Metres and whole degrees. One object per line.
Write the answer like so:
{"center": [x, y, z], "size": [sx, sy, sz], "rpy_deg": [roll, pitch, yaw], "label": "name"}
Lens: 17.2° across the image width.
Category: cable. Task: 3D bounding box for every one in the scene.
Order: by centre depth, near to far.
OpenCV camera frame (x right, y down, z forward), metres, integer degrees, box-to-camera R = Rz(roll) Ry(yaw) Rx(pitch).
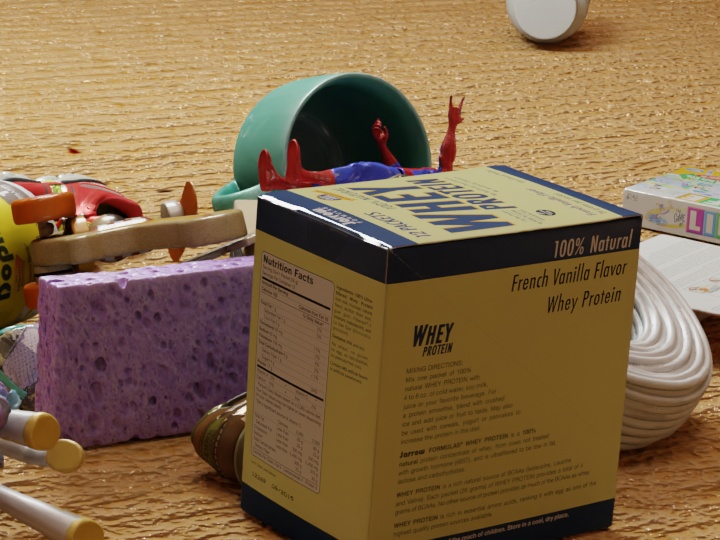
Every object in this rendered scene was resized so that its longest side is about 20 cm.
{"center": [0.149, 0.037, 1.639], "size": [0.199, 0.069, 0.200], "rpy_deg": [-7, 48, -48], "label": "cable"}

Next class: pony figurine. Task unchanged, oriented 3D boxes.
{"center": [-0.263, 0.095, 1.374], "size": [0.199, 0.168, 0.193], "rpy_deg": [12, -15, 38], "label": "pony figurine"}

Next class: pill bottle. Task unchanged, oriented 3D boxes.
{"center": [-0.311, 0.003, 1.710], "size": [0.108, 0.110, 0.200], "rpy_deg": [12, 18, 28], "label": "pill bottle"}
{"center": [0.250, -0.363, 3.160], "size": [0.111, 0.113, 0.200], "rpy_deg": [5, 15, 7], "label": "pill bottle"}

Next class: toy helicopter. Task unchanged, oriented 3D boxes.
{"center": [-0.147, -0.024, 1.688], "size": [0.132, 0.080, 0.199], "rpy_deg": [-12, 6, -44], "label": "toy helicopter"}

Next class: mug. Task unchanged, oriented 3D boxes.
{"center": [-0.045, -0.091, 2.011], "size": [0.184, 0.154, 0.114], "rpy_deg": [15, -9, -34], "label": "mug"}

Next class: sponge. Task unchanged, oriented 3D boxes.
{"center": [-0.120, 0.052, 1.578], "size": [0.199, 0.113, 0.030], "rpy_deg": [-6, 16, -32], "label": "sponge"}

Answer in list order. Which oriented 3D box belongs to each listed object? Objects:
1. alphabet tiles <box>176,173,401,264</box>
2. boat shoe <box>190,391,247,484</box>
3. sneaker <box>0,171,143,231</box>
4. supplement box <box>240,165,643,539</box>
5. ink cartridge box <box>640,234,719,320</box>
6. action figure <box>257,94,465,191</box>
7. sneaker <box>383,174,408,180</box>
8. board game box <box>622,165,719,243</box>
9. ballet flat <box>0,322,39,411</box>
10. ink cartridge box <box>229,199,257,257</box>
{"center": [-0.087, -0.019, 1.697], "size": [0.199, 0.008, 0.167], "rpy_deg": [-24, 3, -28], "label": "alphabet tiles"}
{"center": [-0.023, 0.087, 1.547], "size": [0.068, 0.073, 0.199], "rpy_deg": [19, 21, 41], "label": "boat shoe"}
{"center": [-0.251, -0.040, 1.952], "size": [0.084, 0.078, 0.199], "rpy_deg": [19, 21, 29], "label": "sneaker"}
{"center": [0.047, 0.056, 1.435], "size": [0.199, 0.202, 0.134], "rpy_deg": [-8, 20, -36], "label": "supplement box"}
{"center": [0.270, 0.022, 1.908], "size": [0.172, 0.044, 0.199], "rpy_deg": [14, 18, 31], "label": "ink cartridge box"}
{"center": [0.015, -0.100, 1.942], "size": [0.199, 0.100, 0.065], "rpy_deg": [10, -12, -36], "label": "action figure"}
{"center": [0.032, -0.027, 1.658], "size": [0.074, 0.080, 0.200], "rpy_deg": [33, 9, 9], "label": "sneaker"}
{"center": [0.361, -0.053, 2.214], "size": [0.199, 0.035, 0.134], "rpy_deg": [14, 19, 32], "label": "board game box"}
{"center": [-0.170, 0.063, 1.643], "size": [0.072, 0.073, 0.199], "rpy_deg": [17, 20, 40], "label": "ballet flat"}
{"center": [0.000, 0.000, 1.863], "size": [0.198, 0.076, 0.165], "rpy_deg": [0, 17, -8], "label": "ink cartridge box"}
